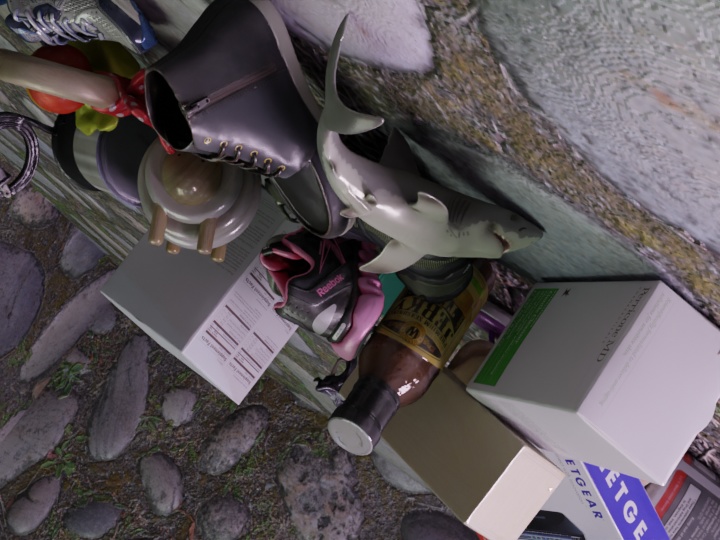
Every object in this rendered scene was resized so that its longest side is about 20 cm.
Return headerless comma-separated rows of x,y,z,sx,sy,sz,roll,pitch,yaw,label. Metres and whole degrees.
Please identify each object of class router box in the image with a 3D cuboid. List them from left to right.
0.166,0.205,1.057,0.178,0.049,0.202,-8,117,51,router box

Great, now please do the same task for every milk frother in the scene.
-0.310,-0.127,1.357,0.181,0.201,0.187,47,166,-26,milk frother

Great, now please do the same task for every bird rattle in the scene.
-0.253,-0.163,1.134,0.161,0.114,0.200,8,-162,-35,bird rattle

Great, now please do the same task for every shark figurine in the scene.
0.017,-0.075,0.844,0.127,0.091,0.214,-18,140,36,shark figurine

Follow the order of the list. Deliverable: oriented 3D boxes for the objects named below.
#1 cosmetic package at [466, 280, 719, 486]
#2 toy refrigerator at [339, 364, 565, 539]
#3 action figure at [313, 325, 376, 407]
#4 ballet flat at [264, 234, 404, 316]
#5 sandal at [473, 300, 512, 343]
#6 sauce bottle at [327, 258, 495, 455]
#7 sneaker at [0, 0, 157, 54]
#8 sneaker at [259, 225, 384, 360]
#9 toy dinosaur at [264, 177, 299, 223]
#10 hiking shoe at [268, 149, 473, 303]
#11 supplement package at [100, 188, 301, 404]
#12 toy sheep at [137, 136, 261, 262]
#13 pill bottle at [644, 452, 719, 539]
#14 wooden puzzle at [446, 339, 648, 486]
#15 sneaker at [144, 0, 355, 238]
0.165,0.073,0.869,0.085,0.108,0.200,38,168,-11,cosmetic package
0.071,0.131,0.999,0.070,0.076,0.200,36,-178,-40,toy refrigerator
-0.007,0.032,1.238,0.101,0.203,0.119,2,160,-31,action figure
0.000,0.000,1.150,0.198,0.068,0.064,10,-142,-31,ballet flat
0.164,0.099,1.131,0.202,0.050,0.082,40,168,-7,sandal
0.041,0.060,0.972,0.064,0.201,0.065,21,141,18,sauce bottle
-0.261,-0.227,1.081,0.199,0.086,0.077,32,168,26,sneaker
-0.037,-0.014,1.016,0.094,0.080,0.201,19,-151,-16,sneaker
-0.048,-0.069,1.154,0.088,0.047,0.200,46,165,-5,toy dinosaur
0.010,-0.064,0.952,0.199,0.076,0.101,34,152,13,hiking shoe
-0.157,0.011,1.417,0.151,0.201,0.151,31,167,33,supplement package
-0.161,-0.081,1.239,0.137,0.139,0.200,37,175,0,toy sheep
0.322,0.258,1.096,0.199,0.116,0.116,37,169,7,pill bottle
0.158,0.145,1.114,0.199,0.046,0.186,34,151,5,wooden puzzle
-0.079,-0.086,0.868,0.074,0.106,0.202,8,134,46,sneaker
